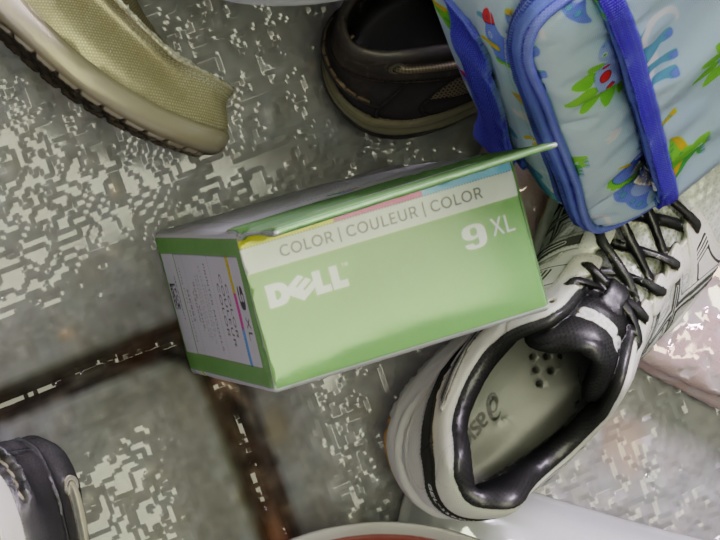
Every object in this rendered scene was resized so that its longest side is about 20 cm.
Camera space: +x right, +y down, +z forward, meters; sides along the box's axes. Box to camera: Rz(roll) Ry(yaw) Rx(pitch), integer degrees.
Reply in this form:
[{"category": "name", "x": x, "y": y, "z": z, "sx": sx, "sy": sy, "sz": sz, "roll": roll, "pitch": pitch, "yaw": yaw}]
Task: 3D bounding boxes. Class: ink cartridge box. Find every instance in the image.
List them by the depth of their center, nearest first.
[{"category": "ink cartridge box", "x": 0.000, "y": 0.000, "z": 0.975, "sx": 0.103, "sy": 0.200, "sz": 0.060, "roll": -16, "pitch": 94, "yaw": -15}]

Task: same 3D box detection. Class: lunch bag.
[{"category": "lunch bag", "x": 0.104, "y": -0.102, "z": 0.935, "sx": 0.160, "sy": 0.200, "sz": 0.083, "roll": -36, "pitch": 66, "yaw": -4}]

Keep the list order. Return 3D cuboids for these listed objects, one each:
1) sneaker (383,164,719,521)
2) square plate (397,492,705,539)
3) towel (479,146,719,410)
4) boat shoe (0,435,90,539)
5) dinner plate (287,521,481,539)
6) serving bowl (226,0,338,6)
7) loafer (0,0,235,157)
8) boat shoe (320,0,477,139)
[{"category": "sneaker", "x": 0.091, "y": 0.015, "z": 1.032, "sx": 0.075, "sy": 0.088, "sz": 0.201, "roll": 35, "pitch": 87, "yaw": -11}, {"category": "square plate", "x": 0.089, "y": 0.196, "z": 1.089, "sx": 0.197, "sy": 0.028, "sz": 0.202, "roll": 16, "pitch": 85, "yaw": -16}, {"category": "towel", "x": 0.152, "y": -0.051, "z": 1.107, "sx": 0.190, "sy": 0.032, "sz": 0.201, "roll": 28, "pitch": 81, "yaw": -14}, {"category": "boat shoe", "x": -0.126, "y": 0.160, "z": 1.010, "sx": 0.060, "sy": 0.073, "sz": 0.202, "roll": -17, "pitch": 103, "yaw": -53}, {"category": "dinner plate", "x": 0.010, "y": 0.196, "z": 1.043, "sx": 0.198, "sy": 0.024, "sz": 0.202, "roll": -1, "pitch": 84, "yaw": 7}, {"category": "serving bowl", "x": 0.004, "y": -0.148, "z": 0.993, "sx": 0.199, "sy": 0.200, "sz": 0.066, "roll": -28, "pitch": 120, "yaw": -14}, {"category": "loafer", "x": -0.118, "y": -0.118, "z": 1.008, "sx": 0.200, "sy": 0.076, "sz": 0.068, "roll": 39, "pitch": 86, "yaw": -11}, {"category": "boat shoe", "x": 0.077, "y": -0.112, "z": 1.041, "sx": 0.199, "sy": 0.073, "sz": 0.075, "roll": -29, "pitch": 78, "yaw": -2}]
